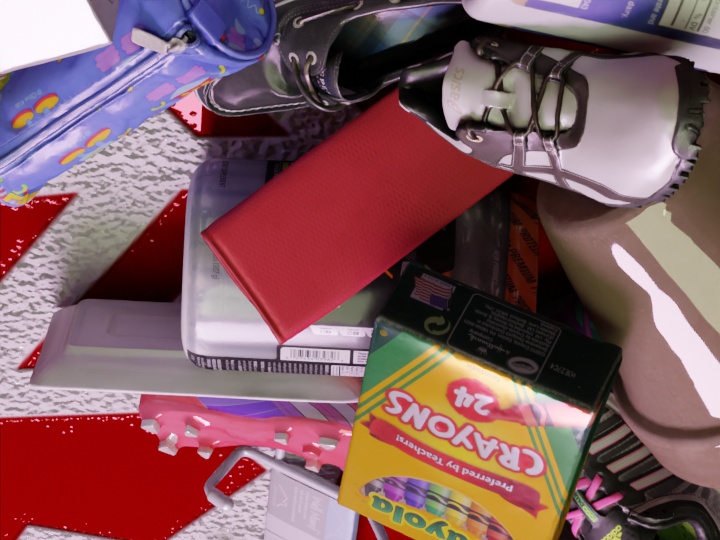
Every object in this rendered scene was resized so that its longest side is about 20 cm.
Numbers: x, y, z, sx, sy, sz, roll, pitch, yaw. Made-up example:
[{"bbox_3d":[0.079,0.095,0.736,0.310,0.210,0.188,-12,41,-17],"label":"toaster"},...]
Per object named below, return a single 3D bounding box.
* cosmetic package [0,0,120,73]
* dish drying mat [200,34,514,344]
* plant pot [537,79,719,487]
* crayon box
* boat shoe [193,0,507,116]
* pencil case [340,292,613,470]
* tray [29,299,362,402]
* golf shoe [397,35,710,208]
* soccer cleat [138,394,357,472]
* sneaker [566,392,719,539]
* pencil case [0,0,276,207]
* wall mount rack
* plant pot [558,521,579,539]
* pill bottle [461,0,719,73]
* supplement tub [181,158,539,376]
[{"bbox_3d":[-0.185,-0.207,1.127,0.074,0.102,0.200,-13,134,17],"label":"cosmetic package"},{"bbox_3d":[0.014,-0.048,1.243,0.200,0.018,0.077,-37,98,-7],"label":"dish drying mat"},{"bbox_3d":[0.189,-0.012,1.236,0.200,0.201,0.175,-30,121,29],"label":"plant pot"},{"bbox_3d":[0.060,0.098,1.258,0.126,0.051,0.201,23,139,11],"label":"crayon box"},{"bbox_3d":[-0.005,-0.119,1.231,0.199,0.066,0.070,-17,132,18],"label":"boat shoe"},{"bbox_3d":[0.079,0.082,1.412,0.199,0.093,0.085,-25,128,24],"label":"pencil case"},{"bbox_3d":[-0.094,0.044,1.381,0.199,0.107,0.022,3,112,0],"label":"tray"},{"bbox_3d":[0.091,-0.076,1.134,0.094,0.078,0.200,10,178,-30],"label":"golf shoe"},{"bbox_3d":[-0.041,0.079,1.393,0.199,0.077,0.067,4,152,21],"label":"soccer cleat"},{"bbox_3d":[0.140,0.128,1.328,0.199,0.088,0.074,28,128,-21],"label":"sneaker"},{"bbox_3d":[-0.138,-0.107,1.233,0.199,0.087,0.078,-28,107,29],"label":"pencil case"},{"bbox_3d":[-0.024,0.205,1.522,0.173,0.075,0.201,25,138,17],"label":"wall mount rack"},{"bbox_3d":[0.117,0.225,1.415,0.200,0.201,0.174,-27,170,27],"label":"plant pot"},{"bbox_3d":[0.159,-0.164,1.140,0.199,0.120,0.120,12,135,-9],"label":"pill bottle"},{"bbox_3d":[0.000,0.000,1.312,0.199,0.123,0.123,2,136,0],"label":"supplement tub"}]
